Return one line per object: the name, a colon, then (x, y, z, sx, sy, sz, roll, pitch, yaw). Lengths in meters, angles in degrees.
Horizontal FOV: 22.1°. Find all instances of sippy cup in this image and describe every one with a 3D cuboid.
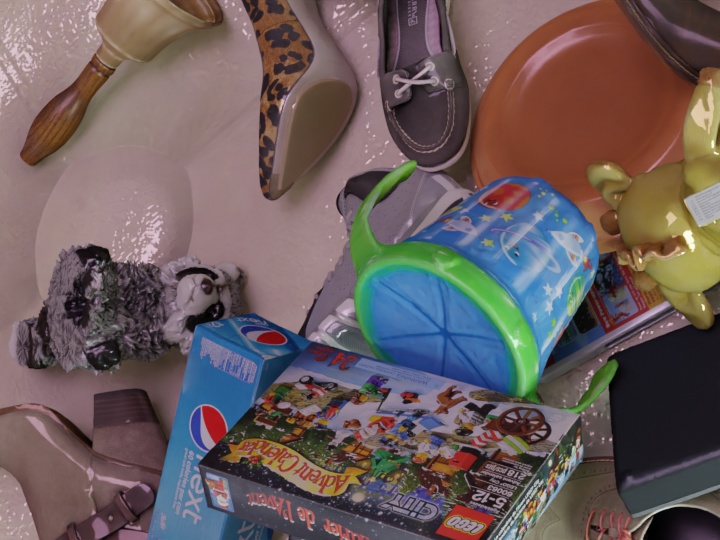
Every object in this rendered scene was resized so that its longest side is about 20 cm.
sippy cup: (0.086, 0.010, 1.210, 0.139, 0.178, 0.130, 5, 38, 45)

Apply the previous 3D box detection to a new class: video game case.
video game case: (0.181, -0.030, 1.275, 0.200, 0.017, 0.143, -30, 64, 14)

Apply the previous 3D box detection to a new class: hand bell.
hand bell: (-0.212, -0.161, 1.482, 0.200, 0.104, 0.104, -47, 60, 19)

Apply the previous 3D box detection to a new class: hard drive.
hard drive: (0.253, 0.069, 1.160, 0.199, 0.033, 0.140, -22, 30, 19)

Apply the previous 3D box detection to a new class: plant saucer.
plant saucer: (0.163, -0.108, 1.278, 0.199, 0.037, 0.201, -15, 58, 25)

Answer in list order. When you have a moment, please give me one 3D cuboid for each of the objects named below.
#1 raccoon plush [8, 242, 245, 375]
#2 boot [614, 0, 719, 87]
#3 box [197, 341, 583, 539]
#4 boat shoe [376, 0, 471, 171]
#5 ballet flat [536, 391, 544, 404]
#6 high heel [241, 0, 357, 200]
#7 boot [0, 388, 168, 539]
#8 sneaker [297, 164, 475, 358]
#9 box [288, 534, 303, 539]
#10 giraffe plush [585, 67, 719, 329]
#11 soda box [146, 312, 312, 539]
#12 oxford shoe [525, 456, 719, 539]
raccoon plush: (-0.174, 0.029, 1.414, 0.200, 0.134, 0.097, 0, 89, 59)
boot: (0.262, -0.154, 1.192, 0.200, 0.075, 0.097, 37, 127, -3)
box: (0.019, 0.118, 1.144, 0.199, 0.038, 0.137, 13, 39, 29)
boat shoe: (0.037, -0.163, 1.339, 0.067, 0.057, 0.201, -17, 53, 18)
ballet flat: (0.051, 0.151, 1.272, 0.200, 0.046, 0.067, -46, 75, 13)
high heel: (-0.070, -0.157, 1.420, 0.142, 0.071, 0.201, 16, 85, 42)
boot: (-0.224, 0.173, 1.381, 0.199, 0.070, 0.147, -14, 71, 22)
sneaker: (0.000, 0.000, 1.333, 0.200, 0.075, 0.116, -46, 46, 8)
box: (0.012, 0.249, 1.189, 0.106, 0.122, 0.201, 5, 85, 19)
giraffe plush: (0.234, -0.036, 1.150, 0.162, 0.199, 0.173, -28, 70, 60)
soda box: (-0.092, 0.136, 1.286, 0.064, 0.068, 0.201, 25, 110, 29)
oxford shoe: (0.171, 0.159, 1.181, 0.199, 0.075, 0.071, -1, 91, 27)
